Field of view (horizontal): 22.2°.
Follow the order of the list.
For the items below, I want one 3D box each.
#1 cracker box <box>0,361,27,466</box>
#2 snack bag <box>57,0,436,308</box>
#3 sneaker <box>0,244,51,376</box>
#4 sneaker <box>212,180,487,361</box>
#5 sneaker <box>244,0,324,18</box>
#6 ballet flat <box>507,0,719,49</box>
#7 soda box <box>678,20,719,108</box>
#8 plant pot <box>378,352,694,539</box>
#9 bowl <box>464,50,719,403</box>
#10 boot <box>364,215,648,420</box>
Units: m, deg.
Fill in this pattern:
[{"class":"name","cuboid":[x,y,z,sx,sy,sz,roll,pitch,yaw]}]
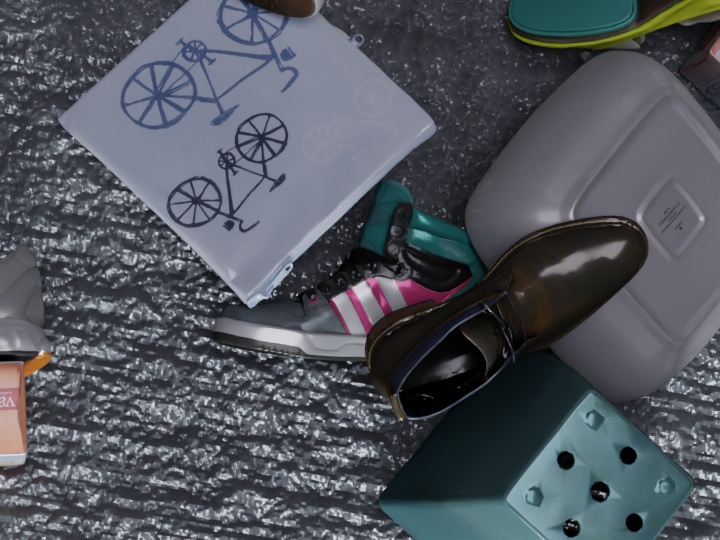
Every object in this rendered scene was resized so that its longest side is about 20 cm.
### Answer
[{"class":"cracker box","cuboid":[-0.270,0.091,1.114,0.132,0.200,0.058,-1,83,-11]},{"class":"snack bag","cuboid":[-0.072,-0.100,1.237,0.200,0.021,0.188,42,76,16]},{"class":"sneaker","cuboid":[-0.301,0.021,1.191,0.198,0.076,0.093,2,69,-13]},{"class":"sneaker","cuboid":[0.000,0.000,1.234,0.198,0.084,0.122,2,88,-18]},{"class":"sneaker","cuboid":[-0.094,-0.252,1.243,0.199,0.073,0.085,35,66,6]},{"class":"ballet flat","cuboid":[0.204,-0.189,1.292,0.198,0.067,0.067,-16,60,22]},{"class":"soda box","cuboid":[0.321,-0.203,1.332,0.068,0.064,0.200,40,79,-4]},{"class":"plant pot","cuboid":[0.123,0.143,1.184,0.141,0.200,0.142,42,79,-3]},{"class":"bowl","cuboid":[0.193,-0.033,1.252,0.200,0.074,0.200,49,66,-16]},{"class":"boot","cuboid":[0.097,0.036,1.152,0.199,0.097,0.075,-28,107,7]}]
